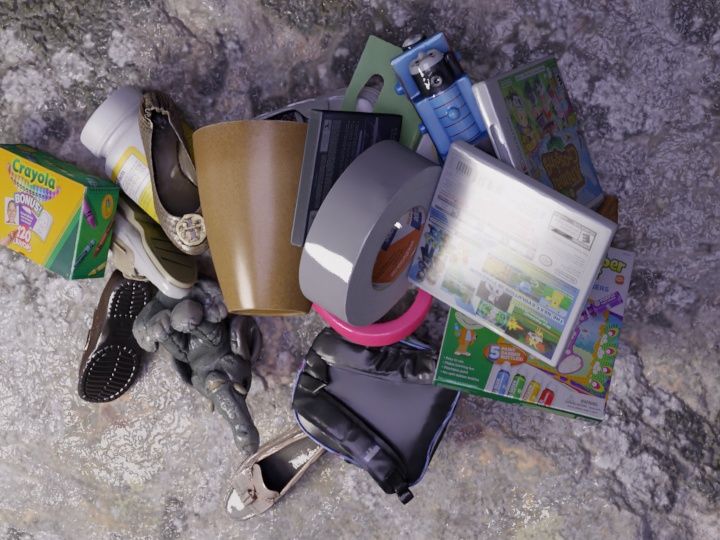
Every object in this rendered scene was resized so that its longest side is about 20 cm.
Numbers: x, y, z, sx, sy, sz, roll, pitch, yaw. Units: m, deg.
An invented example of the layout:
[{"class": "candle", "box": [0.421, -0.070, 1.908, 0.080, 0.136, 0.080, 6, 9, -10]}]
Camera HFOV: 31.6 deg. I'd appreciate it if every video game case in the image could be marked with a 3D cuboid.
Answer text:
[{"class": "video game case", "box": [0.158, -0.018, 1.373, 0.199, 0.022, 0.184, 30, 125, 20]}, {"class": "video game case", "box": [0.205, -0.141, 1.436, 0.022, 0.200, 0.184, -17, 97, 34]}, {"class": "video game case", "box": [-0.012, -0.104, 1.412, 0.019, 0.200, 0.145, 14, 101, 24]}]

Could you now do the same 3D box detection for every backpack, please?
[{"class": "backpack", "box": [0.017, 0.147, 1.546, 0.189, 0.154, 0.202, 25, 90, 0]}]

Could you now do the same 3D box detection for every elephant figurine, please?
[{"class": "elephant figurine", "box": [-0.186, 0.108, 1.600, 0.141, 0.156, 0.201, -1, 131, 45]}]

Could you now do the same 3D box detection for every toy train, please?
[{"class": "toy train", "box": [0.105, -0.170, 1.423, 0.086, 0.114, 0.201, -28, 107, 3]}]

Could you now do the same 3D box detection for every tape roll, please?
[{"class": "tape roll", "box": [0.018, -0.039, 1.399, 0.066, 0.200, 0.202, 30, 105, 22]}]

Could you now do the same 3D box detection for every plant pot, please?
[{"class": "plant pot", "box": [-0.101, -0.052, 1.449, 0.184, 0.186, 0.203, -1, 84, 11]}]

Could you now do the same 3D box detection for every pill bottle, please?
[{"class": "pill bottle", "box": [-0.241, -0.128, 1.570, 0.200, 0.114, 0.114, 43, 105, 2]}]

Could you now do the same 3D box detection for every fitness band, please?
[{"class": "fitness band", "box": [0.000, 0.000, 1.513, 0.143, 0.038, 0.200, -38, 65, -16]}]

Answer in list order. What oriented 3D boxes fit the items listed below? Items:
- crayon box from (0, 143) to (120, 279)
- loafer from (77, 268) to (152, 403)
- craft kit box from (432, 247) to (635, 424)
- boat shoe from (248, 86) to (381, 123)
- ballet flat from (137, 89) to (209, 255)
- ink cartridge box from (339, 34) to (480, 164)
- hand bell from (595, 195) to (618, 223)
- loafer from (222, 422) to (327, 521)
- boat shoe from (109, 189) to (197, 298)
[{"class": "crayon box", "box": [-0.393, -0.076, 1.596, 0.199, 0.058, 0.120, 23, 106, 36]}, {"class": "loafer", "box": [-0.318, 0.083, 1.655, 0.072, 0.071, 0.201, 13, 115, -26]}, {"class": "craft kit box", "box": [0.199, 0.055, 1.456, 0.198, 0.049, 0.200, 12, 75, 4]}, {"class": "boat shoe", "box": [-0.064, -0.179, 1.548, 0.198, 0.069, 0.073, -7, 98, 13]}, {"class": "ballet flat", "box": [-0.218, -0.117, 1.489, 0.067, 0.046, 0.202, -14, 83, -7]}, {"class": "ink cartridge box", "box": [0.077, -0.172, 1.504, 0.198, 0.048, 0.147, 21, 103, -12]}, {"class": "hand bell", "box": [0.272, 0.010, 1.515, 0.103, 0.104, 0.202, 18, 91, 8]}, {"class": "loafer", "box": [-0.109, 0.255, 1.635, 0.200, 0.063, 0.072, -43, 90, 15]}, {"class": "boat shoe", "box": [-0.265, -0.020, 1.580, 0.069, 0.074, 0.200, -56, 44, 16]}]
